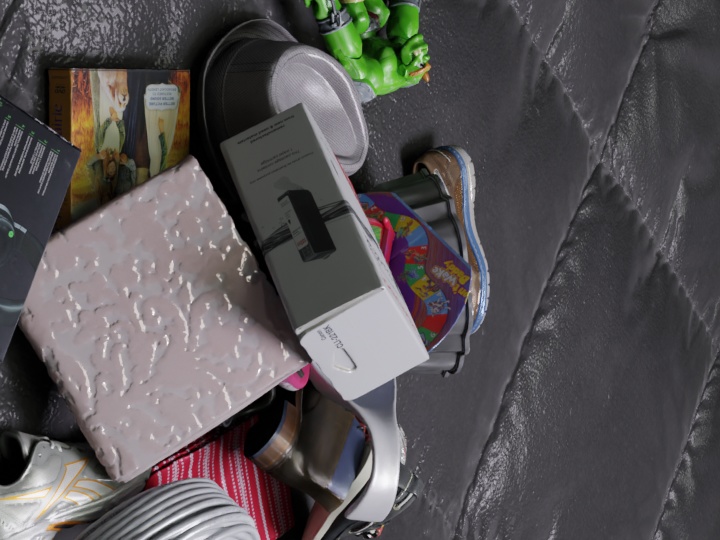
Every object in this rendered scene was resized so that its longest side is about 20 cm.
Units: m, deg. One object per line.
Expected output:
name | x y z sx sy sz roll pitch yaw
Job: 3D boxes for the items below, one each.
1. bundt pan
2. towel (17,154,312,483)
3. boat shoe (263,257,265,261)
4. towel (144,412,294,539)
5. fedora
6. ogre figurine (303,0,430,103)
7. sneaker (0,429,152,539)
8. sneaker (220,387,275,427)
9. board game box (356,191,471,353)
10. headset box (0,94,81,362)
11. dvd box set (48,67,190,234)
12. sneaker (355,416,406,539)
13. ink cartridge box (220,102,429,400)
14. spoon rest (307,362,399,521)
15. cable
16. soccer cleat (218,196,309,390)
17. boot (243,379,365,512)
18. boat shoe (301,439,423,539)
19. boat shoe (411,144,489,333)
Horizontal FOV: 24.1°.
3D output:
bundt pan | 0.039 0.008 1.620 0.075 0.202 0.204 -8 105 -16
towel | -0.164 0.037 1.342 0.190 0.032 0.201 -31 100 -10
boat shoe | -0.059 0.017 1.583 0.072 0.072 0.201 86 23 -56
towel | -0.130 0.213 1.546 0.200 0.022 0.146 -28 118 -49
fedora | -0.056 -0.135 1.514 0.200 0.090 0.178 51 51 -38
ogre figurine | 0.013 -0.226 1.610 0.200 0.097 0.121 -59 135 -79
sneaker | -0.244 0.159 1.341 0.200 0.075 0.093 -31 116 -48
sneaker | -0.146 0.095 1.452 0.199 0.082 0.071 10 87 -54
board game box | 0.000 0.000 1.499 0.158 0.200 0.039 -38 145 -10
headset box | -0.309 -0.049 1.198 0.200 0.092 0.175 36 67 -50
dvd box set | -0.199 -0.067 1.397 0.146 0.029 0.202 -7 101 -54
sneaker | 0.002 0.164 1.684 0.082 0.077 0.202 -43 136 -50
ink cartridge box | -0.029 -0.014 1.402 0.201 0.083 0.144 67 5 31
spoon rest | -0.002 0.120 1.495 0.099 0.061 0.201 10 52 -34
cable | -0.175 0.259 1.390 0.200 0.069 0.200 -43 154 -6
soccer cleat | -0.109 0.023 1.439 0.070 0.086 0.201 -74 145 -53
boot | -0.042 0.136 1.556 0.097 0.075 0.201 43 33 -15
boat shoe | -0.006 0.230 1.591 0.067 0.200 0.072 26 54 -10
boat shoe | 0.081 -0.027 1.761 0.072 0.072 0.202 -13 96 -47
